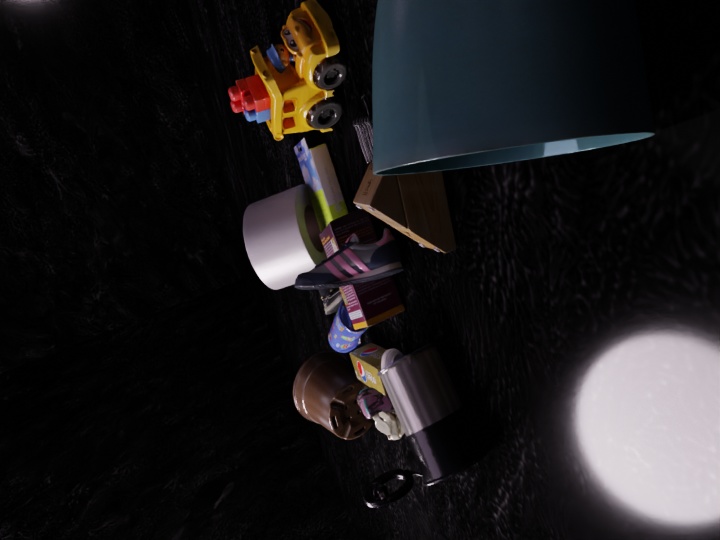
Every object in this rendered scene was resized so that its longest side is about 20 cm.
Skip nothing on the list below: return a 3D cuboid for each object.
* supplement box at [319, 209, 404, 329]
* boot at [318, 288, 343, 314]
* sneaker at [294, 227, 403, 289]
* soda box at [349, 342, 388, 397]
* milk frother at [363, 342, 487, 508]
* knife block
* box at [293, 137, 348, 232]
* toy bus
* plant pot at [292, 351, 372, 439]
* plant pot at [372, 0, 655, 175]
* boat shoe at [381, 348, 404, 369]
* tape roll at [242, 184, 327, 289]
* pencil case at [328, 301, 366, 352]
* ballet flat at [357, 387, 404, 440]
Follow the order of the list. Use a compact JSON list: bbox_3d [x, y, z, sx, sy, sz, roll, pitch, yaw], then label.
[{"bbox_3d":[0.000,0.000,1.011,0.110,0.083,0.207,150,100,-73],"label":"supplement box"},{"bbox_3d":[-0.074,0.019,1.289,0.203,0.071,0.159,138,114,-72],"label":"boot"},{"bbox_3d":[-0.026,-0.017,0.918,0.070,0.192,0.085,37,-139,-83],"label":"sneaker"},{"bbox_3d":[0.039,0.217,1.163,0.070,0.062,0.199,71,163,-7],"label":"soda box"},{"bbox_3d":[0.072,0.257,0.865,0.193,0.194,0.181,64,155,17],"label":"milk frother"},{"bbox_3d":[0.072,-0.145,0.697,0.196,0.180,0.064,27,180,-25],"label":"knife block"},{"bbox_3d":[-0.083,-0.181,1.135,0.121,0.046,0.207,7,116,71],"label":"box"},{"bbox_3d":[-0.131,-0.328,0.894,0.139,0.186,0.202,63,160,22],"label":"toy bus"},{"bbox_3d":[-0.062,0.351,1.441,0.196,0.195,0.207,16,125,60],"label":"plant pot"},{"bbox_3d":[0.096,-0.164,0.373,0.200,0.193,0.168,-166,69,-69],"label":"plant pot"},{"bbox_3d":[0.100,0.247,1.010,0.068,0.070,0.207,-25,80,54],"label":"boat shoe"},{"bbox_3d":[-0.159,-0.075,1.196,0.202,0.134,0.211,-16,-90,-74],"label":"tape roll"},{"bbox_3d":[-0.027,0.137,1.260,0.201,0.084,0.080,112,176,-65],"label":"pencil case"},{"bbox_3d":[0.056,0.295,1.049,0.199,0.067,0.073,41,-149,-48],"label":"ballet flat"}]
